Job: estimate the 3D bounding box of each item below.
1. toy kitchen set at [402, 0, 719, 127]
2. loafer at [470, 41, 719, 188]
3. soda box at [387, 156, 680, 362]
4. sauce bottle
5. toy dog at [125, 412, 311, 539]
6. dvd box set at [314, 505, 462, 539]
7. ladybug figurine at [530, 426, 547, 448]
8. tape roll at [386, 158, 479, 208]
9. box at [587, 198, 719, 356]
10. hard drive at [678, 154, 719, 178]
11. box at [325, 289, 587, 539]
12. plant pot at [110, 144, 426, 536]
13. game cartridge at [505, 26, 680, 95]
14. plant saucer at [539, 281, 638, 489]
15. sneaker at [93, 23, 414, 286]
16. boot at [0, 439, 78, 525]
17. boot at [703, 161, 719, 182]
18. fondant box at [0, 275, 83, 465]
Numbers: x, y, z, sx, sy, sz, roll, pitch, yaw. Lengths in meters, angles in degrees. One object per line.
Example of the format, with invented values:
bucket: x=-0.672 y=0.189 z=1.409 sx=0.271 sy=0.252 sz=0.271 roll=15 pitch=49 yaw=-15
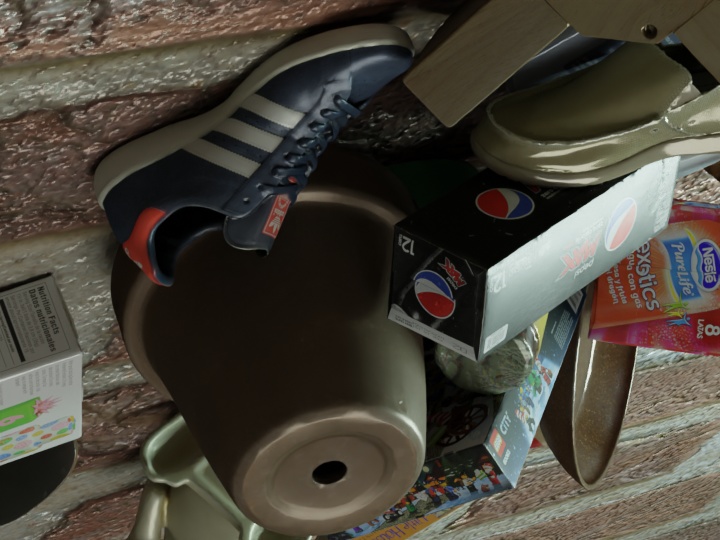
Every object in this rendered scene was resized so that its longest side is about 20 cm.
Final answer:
toy kitchen set: x=0.173 y=-0.120 z=1.266 sx=0.180 sy=0.200 sz=0.163 roll=-39 pitch=-171 yaw=37
loafer: x=0.157 y=-0.101 z=1.335 sx=0.199 sy=0.076 sz=0.069 roll=-12 pitch=125 yaw=-12
soda box: x=0.102 y=-0.025 z=1.343 sx=0.200 sy=0.071 sz=0.064 roll=-31 pitch=136 yaw=-43
sauce bottle: x=0.093 y=-0.010 z=1.429 sx=0.064 sy=0.201 sz=0.065 roll=9 pitch=132 yaw=11
toy dog: x=-0.095 y=0.171 z=1.768 sx=0.194 sy=0.139 sz=0.200 roll=-55 pitch=175 yaw=-32
dvd box set: x=0.043 y=0.156 z=1.842 sx=0.200 sy=0.029 sz=0.147 roll=-37 pitch=-161 yaw=45
ladybug figurine: x=0.092 y=0.075 z=1.684 sx=0.072 sy=0.136 sz=0.200 roll=-35 pitch=165 yaw=6
tape roll: x=0.000 y=0.000 z=1.533 sx=0.199 sy=0.048 sz=0.201 roll=-21 pitch=160 yaw=-8
box: x=0.226 y=0.002 z=1.586 sx=0.099 sy=0.096 sz=0.200 roll=7 pitch=-176 yaw=17
hard drive: x=0.199 y=-0.074 z=1.509 sx=0.131 sy=0.026 sz=0.200 roll=-18 pitch=177 yaw=-25
box: x=0.055 y=0.078 z=1.457 sx=0.136 sy=0.038 sz=0.200 roll=-21 pitch=-155 yaw=31
plant pot: x=-0.037 y=0.056 z=1.364 sx=0.199 sy=0.175 sz=0.201 roll=-9 pitch=138 yaw=-9
game cartridge: x=0.157 y=-0.130 z=1.405 sx=0.133 sy=0.041 sz=0.200 roll=-33 pitch=158 yaw=13
plant saucer: x=0.156 y=0.049 z=1.605 sx=0.036 sy=0.202 sz=0.200 roll=7 pitch=167 yaw=17
sneaker: x=-0.048 y=-0.059 z=1.283 sx=0.199 sy=0.085 sz=0.075 roll=-30 pitch=159 yaw=16
boot: x=-0.266 y=0.145 z=1.596 sx=0.199 sy=0.074 sz=0.075 roll=-28 pitch=178 yaw=24
boot: x=0.316 y=-0.069 z=1.556 sx=0.076 sy=0.156 sz=0.200 roll=-7 pitch=154 yaw=-39
fondant box: x=-0.272 y=0.086 z=1.433 sx=0.199 sy=0.059 sz=0.144 roll=-18 pitch=159 yaw=-14
